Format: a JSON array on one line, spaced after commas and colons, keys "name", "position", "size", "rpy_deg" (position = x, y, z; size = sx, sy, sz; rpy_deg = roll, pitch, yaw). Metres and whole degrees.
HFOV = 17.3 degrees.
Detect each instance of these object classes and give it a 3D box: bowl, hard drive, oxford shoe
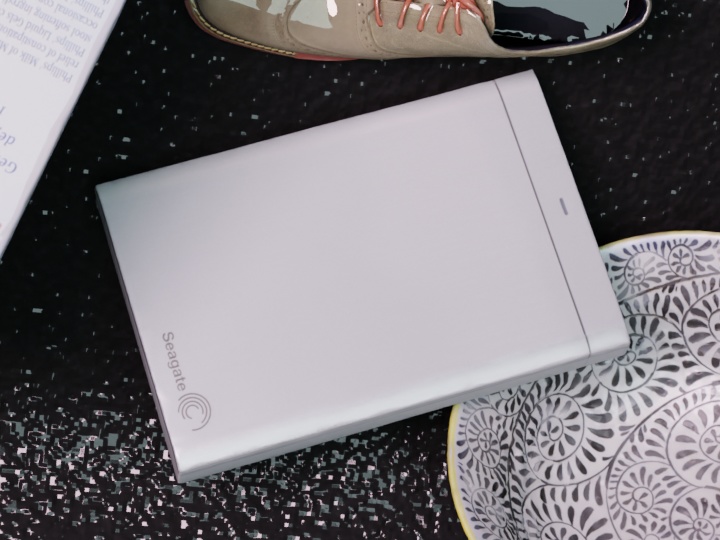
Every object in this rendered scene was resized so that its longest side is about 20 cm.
[{"name": "bowl", "position": [0.143, 0.091, 1.033], "size": [0.200, 0.094, 0.201], "rpy_deg": [-5, 60, 9]}, {"name": "hard drive", "position": [0.000, 0.000, 1.009], "size": [0.200, 0.027, 0.132], "rpy_deg": [-16, 73, -9]}, {"name": "oxford shoe", "position": [0.026, -0.122, 0.996], "size": [0.199, 0.075, 0.071], "rpy_deg": [-3, 101, -11]}]

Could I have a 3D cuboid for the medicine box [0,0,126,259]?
[{"name": "medicine box", "position": [-0.170, -0.077, 0.907], "size": [0.103, 0.182, 0.200], "rpy_deg": [25, 94, -15]}]
